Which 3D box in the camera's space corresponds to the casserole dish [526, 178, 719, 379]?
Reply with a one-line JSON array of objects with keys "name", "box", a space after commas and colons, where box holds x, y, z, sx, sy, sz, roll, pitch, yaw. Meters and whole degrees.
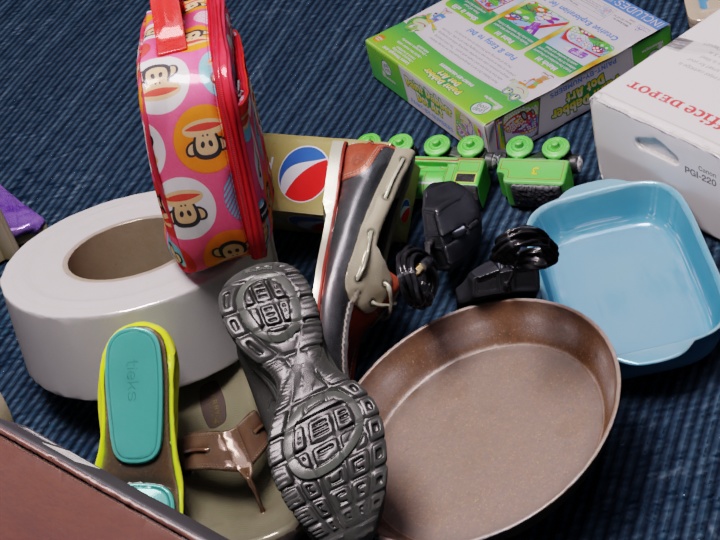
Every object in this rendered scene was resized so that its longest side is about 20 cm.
[{"name": "casserole dish", "box": [0.185, 0.009, 1.007, 0.120, 0.039, 0.201, -13, 39, 3]}]

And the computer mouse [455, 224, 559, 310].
[{"name": "computer mouse", "box": [0.095, -0.004, 0.949, 0.058, 0.200, 0.034, -5, 76, -3]}]

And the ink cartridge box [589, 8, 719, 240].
[{"name": "ink cartridge box", "box": [0.295, -0.123, 1.091, 0.199, 0.085, 0.145, -32, 41, -23]}]

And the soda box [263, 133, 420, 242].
[{"name": "soda box", "box": [-0.058, -0.069, 1.143, 0.198, 0.068, 0.065, 6, 79, 25]}]

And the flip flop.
[{"name": "flip flop", "box": [-0.088, 0.115, 0.955, 0.080, 0.058, 0.201, -18, 38, -4]}]

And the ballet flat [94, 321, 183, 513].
[{"name": "ballet flat", "box": [-0.142, 0.135, 0.929, 0.066, 0.067, 0.203, 1, 76, 6]}]

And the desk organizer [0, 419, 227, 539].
[{"name": "desk organizer", "box": [-0.153, 0.164, 0.841, 0.198, 0.072, 0.078, 25, 83, 19]}]

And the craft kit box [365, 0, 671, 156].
[{"name": "craft kit box", "box": [0.136, -0.193, 1.263, 0.196, 0.049, 0.200, -26, 40, -17]}]

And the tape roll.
[{"name": "tape roll", "box": [-0.159, 0.012, 1.063, 0.200, 0.072, 0.203, -10, 26, 5]}]

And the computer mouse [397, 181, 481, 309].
[{"name": "computer mouse", "box": [0.059, -0.020, 1.015, 0.034, 0.059, 0.200, -6, 18, 15]}]

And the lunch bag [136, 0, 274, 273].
[{"name": "lunch bag", "box": [-0.114, -0.112, 1.008, 0.081, 0.178, 0.200, -12, 27, -1]}]

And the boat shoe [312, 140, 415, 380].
[{"name": "boat shoe", "box": [0.000, 0.000, 1.020, 0.062, 0.071, 0.202, 5, 68, 3]}]

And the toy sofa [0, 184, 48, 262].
[{"name": "toy sofa", "box": [-0.364, -0.078, 1.263, 0.097, 0.083, 0.200, -33, 42, -19]}]

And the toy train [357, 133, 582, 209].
[{"name": "toy train", "box": [0.078, -0.077, 1.148, 0.198, 0.042, 0.057, 3, 53, 22]}]

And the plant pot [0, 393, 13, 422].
[{"name": "plant pot", "box": [-0.324, 0.140, 0.922, 0.198, 0.202, 0.184, 6, 31, 24]}]

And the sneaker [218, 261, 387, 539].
[{"name": "sneaker", "box": [-0.030, 0.092, 0.912, 0.075, 0.091, 0.201, -17, 57, -5]}]

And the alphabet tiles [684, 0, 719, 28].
[{"name": "alphabet tiles", "box": [0.386, -0.255, 1.274, 0.198, 0.015, 0.197, -7, 40, 11]}]

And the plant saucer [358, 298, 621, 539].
[{"name": "plant saucer", "box": [0.074, 0.101, 0.911, 0.198, 0.035, 0.201, -19, 38, 16]}]
